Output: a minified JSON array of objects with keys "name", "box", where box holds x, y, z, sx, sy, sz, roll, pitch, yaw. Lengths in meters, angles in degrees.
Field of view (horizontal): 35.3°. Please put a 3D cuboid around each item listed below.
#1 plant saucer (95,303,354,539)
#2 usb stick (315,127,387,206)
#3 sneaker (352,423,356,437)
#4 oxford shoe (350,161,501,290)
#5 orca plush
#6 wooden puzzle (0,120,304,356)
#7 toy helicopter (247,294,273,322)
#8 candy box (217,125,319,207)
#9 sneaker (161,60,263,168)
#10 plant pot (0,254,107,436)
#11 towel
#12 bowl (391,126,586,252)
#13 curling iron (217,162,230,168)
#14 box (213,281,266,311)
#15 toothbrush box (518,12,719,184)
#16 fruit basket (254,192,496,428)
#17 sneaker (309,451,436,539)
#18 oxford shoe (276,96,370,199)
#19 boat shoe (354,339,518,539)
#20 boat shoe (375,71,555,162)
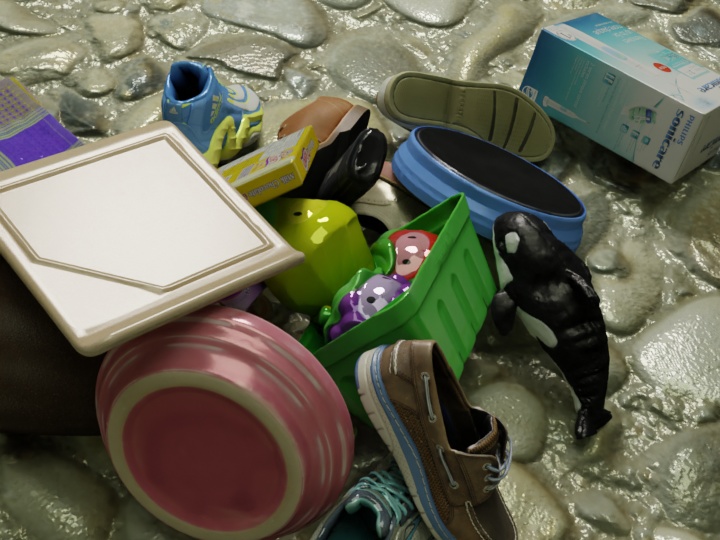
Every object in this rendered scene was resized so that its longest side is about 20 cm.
[{"name":"plant saucer","box":[-0.105,0.122,0.813,0.197,0.203,0.051,15,31,8]},{"name":"usb stick","box":[-0.011,-0.085,1.037,0.032,0.200,0.056,17,82,-8]},{"name":"sneaker","box":[-0.089,0.094,0.954,0.199,0.072,0.082,37,29,24]},{"name":"oxford shoe","box":[0.073,-0.024,1.082,0.199,0.071,0.074,34,74,26]},{"name":"orca plush","box":[0.171,0.040,0.953,0.104,0.071,0.203,-7,80,-21]},{"name":"wooden puzzle","box":[-0.167,-0.027,0.815,0.184,0.038,0.200,-24,52,-36]},{"name":"toy helicopter","box":[-0.164,-0.004,1.033,0.198,0.079,0.133,30,40,6]},{"name":"candy box","box":[-0.090,-0.081,0.970,0.101,0.027,0.200,-22,13,7]},{"name":"sneaker","box":[-0.146,-0.169,1.131,0.074,0.106,0.201,7,32,9]},{"name":"plant pot","box":[-0.258,0.052,0.896,0.197,0.188,0.189,20,45,-9]},{"name":"towel","box":[-0.360,-0.124,1.130,0.142,0.023,0.200,-27,50,-29]},{"name":"bowl","box":[0.127,-0.080,1.086,0.198,0.040,0.201,21,21,-9]},{"name":"curling iron","box":[-0.177,-0.084,1.120,0.197,0.026,0.050,-12,28,-19]},{"name":"box","box":[-0.151,-0.002,0.917,0.136,0.039,0.200,40,24,-3]},{"name":"toothbrush box","box":[0.292,-0.190,1.218,0.199,0.086,0.146,35,34,23]},{"name":"fruit basket","box":[0.000,0.000,0.938,0.215,0.155,0.218,35,39,-34]},{"name":"sneaker","box":[0.018,0.189,0.848,0.077,0.087,0.200,27,49,18]},{"name":"oxford shoe","box":[-0.062,-0.117,1.138,0.071,0.072,0.200,26,39,10]},{"name":"boat shoe","box":[0.072,0.139,0.839,0.072,0.201,0.073,-22,23,31]},{"name":"boat shoe","box":[0.111,-0.166,1.199,0.197,0.076,0.068,17,-1,-18]}]
